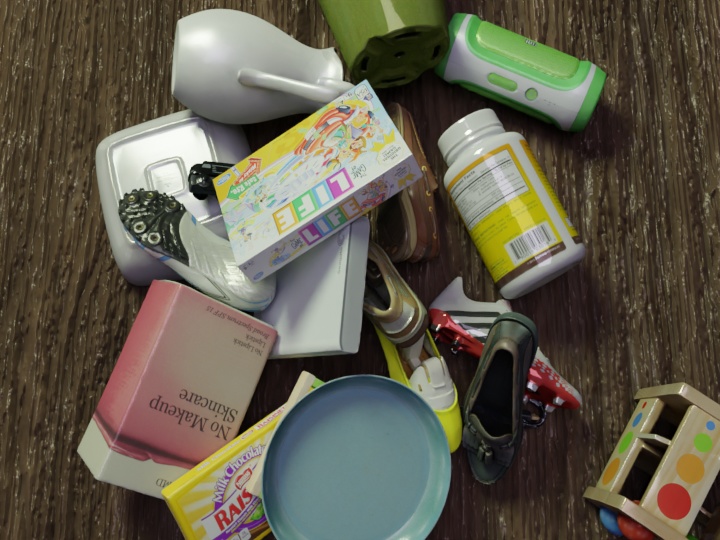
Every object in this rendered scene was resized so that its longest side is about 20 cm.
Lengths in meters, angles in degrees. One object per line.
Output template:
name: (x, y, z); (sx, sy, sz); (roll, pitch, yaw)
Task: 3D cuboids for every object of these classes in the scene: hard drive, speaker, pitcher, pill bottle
hard drive: (-0.061, 0.025, 0.739); (0.026, 0.198, 0.136); (13, 75, -33)
speaker: (0.193, -0.242, 0.836); (0.196, 0.089, 0.090); (24, 79, 7)
pitcher: (-0.109, -0.221, 0.773); (0.195, 0.172, 0.125); (4, 108, -20)
pill bottle: (0.167, -0.079, 0.788); (0.107, 0.109, 0.204); (-25, 78, -4)

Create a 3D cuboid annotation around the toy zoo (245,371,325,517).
toy zoo: (-0.009, 0.214, 0.732); (0.198, 0.020, 0.134); (33, 76, -22)

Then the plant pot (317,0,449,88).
plant pot: (0.023, -0.329, 0.798); (0.195, 0.200, 0.195); (-14, 76, -2)

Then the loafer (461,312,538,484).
loafer: (0.138, 0.144, 0.715); (0.070, 0.063, 0.205); (14, 116, 20)

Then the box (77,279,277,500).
box: (-0.193, 0.128, 0.730); (0.126, 0.108, 0.205); (27, 77, -30)

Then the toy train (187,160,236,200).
toy train: (-0.104, -0.099, 0.799); (0.195, 0.034, 0.047); (4, 58, -28)

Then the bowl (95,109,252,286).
bowl: (-0.222, -0.098, 0.824); (0.195, 0.075, 0.205); (-16, 78, -3)

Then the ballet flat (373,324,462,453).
ballet flat: (0.062, 0.097, 0.749); (0.065, 0.068, 0.203); (-9, 59, -25)

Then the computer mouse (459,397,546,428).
computer mouse: (0.115, 0.156, 0.778); (0.194, 0.034, 0.060); (1, 77, 1)

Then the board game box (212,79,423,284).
board game box: (-0.049, -0.093, 0.693); (0.197, 0.034, 0.136); (-32, 49, 6)

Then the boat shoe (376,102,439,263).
boat shoe: (0.056, -0.104, 0.825); (0.066, 0.072, 0.206); (7, 67, -30)

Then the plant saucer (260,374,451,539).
plant saucer: (-0.004, 0.204, 0.690); (0.194, 0.027, 0.206); (-1, 95, -14)

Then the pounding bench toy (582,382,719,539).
pounding bench toy: (0.359, 0.242, 0.704); (0.197, 0.124, 0.158); (32, 80, 8)

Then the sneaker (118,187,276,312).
sneaker: (-0.182, -0.017, 0.753); (0.197, 0.073, 0.073); (33, 58, -1)

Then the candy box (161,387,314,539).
candy box: (-0.099, 0.215, 0.718); (0.198, 0.026, 0.104); (-32, 107, -29)

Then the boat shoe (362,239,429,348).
boat shoe: (0.000, 0.000, 0.748); (0.072, 0.076, 0.199); (-50, 43, 0)

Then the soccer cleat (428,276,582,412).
soccer cleat: (0.168, 0.082, 0.774); (0.197, 0.069, 0.086); (31, 70, 15)
